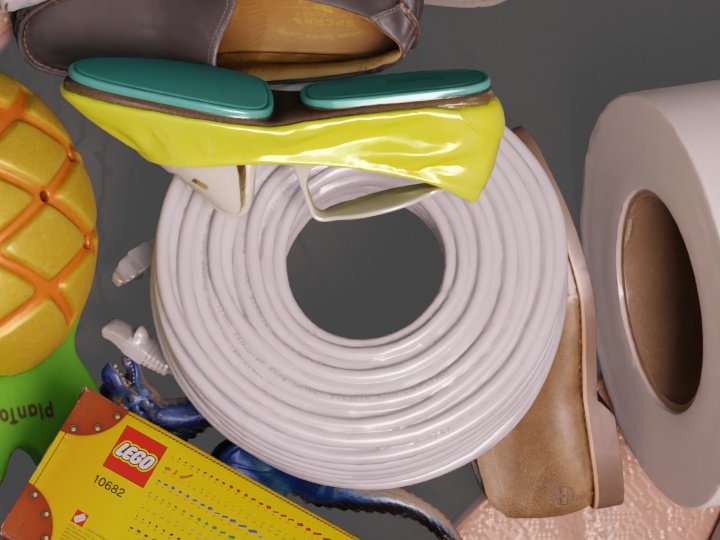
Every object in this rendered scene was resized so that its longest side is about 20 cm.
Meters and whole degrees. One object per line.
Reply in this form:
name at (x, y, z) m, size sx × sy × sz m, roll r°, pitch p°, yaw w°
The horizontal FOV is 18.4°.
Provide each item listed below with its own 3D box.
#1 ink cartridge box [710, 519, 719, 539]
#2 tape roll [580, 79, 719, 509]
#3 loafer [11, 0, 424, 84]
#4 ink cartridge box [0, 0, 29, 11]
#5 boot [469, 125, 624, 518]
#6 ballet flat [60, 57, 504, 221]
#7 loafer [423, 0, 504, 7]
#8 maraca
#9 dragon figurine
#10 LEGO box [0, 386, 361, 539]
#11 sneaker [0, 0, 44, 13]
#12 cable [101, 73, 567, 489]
ink cartridge box at (0.267, 0.220, 1.174) m, size 0.199 × 0.084 × 0.146 m, roll 25°, pitch 89°, yaw -15°
tape roll at (0.204, 0.004, 1.076) m, size 0.138 × 0.203 × 0.205 m, roll -10°, pitch 98°, yaw -13°
loafer at (-0.068, -0.118, 1.037) m, size 0.198 × 0.073 × 0.073 m, roll -8°, pitch 126°, yaw 6°
ink cartridge box at (-0.112, -0.243, 0.928) m, size 0.199 × 0.041 × 0.201 m, roll -29°, pitch 96°, yaw -7°
boot at (0.080, 0.030, 1.118) m, size 0.075 × 0.074 × 0.202 m, roll -11°, pitch 101°, yaw -3°
ballet flat at (-0.035, -0.056, 0.992) m, size 0.198 × 0.067 × 0.068 m, roll 1°, pitch 111°, yaw -3°
loafer at (-0.010, -0.186, 1.072) m, size 0.198 × 0.072 × 0.063 m, roll 14°, pitch 49°, yaw -17°
maraca at (-0.174, -0.001, 1.017) m, size 0.137 × 0.106 × 0.202 m, roll -9°, pitch 85°, yaw -49°
dragon figurine at (-0.040, 0.099, 1.095) m, size 0.099 × 0.059 × 0.200 m, roll -45°, pitch 100°, yaw -4°
LEGO box at (-0.053, 0.152, 1.010) m, size 0.199 × 0.149 × 0.078 m, roll 28°, pitch 71°, yaw 9°
sneaker at (-0.139, -0.147, 1.013) m, size 0.199 × 0.074 × 0.083 m, roll 24°, pitch 99°, yaw 23°
cable at (0.000, 0.000, 1.038) m, size 0.199 × 0.069 × 0.200 m, roll 37°, pitch 74°, yaw 13°
